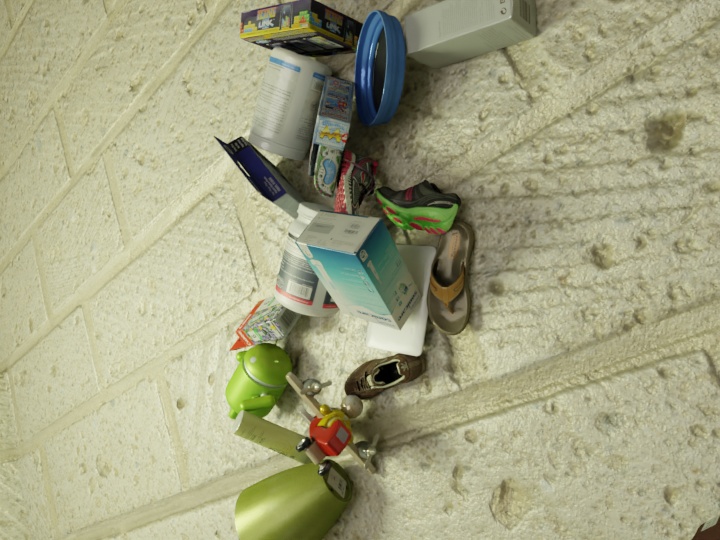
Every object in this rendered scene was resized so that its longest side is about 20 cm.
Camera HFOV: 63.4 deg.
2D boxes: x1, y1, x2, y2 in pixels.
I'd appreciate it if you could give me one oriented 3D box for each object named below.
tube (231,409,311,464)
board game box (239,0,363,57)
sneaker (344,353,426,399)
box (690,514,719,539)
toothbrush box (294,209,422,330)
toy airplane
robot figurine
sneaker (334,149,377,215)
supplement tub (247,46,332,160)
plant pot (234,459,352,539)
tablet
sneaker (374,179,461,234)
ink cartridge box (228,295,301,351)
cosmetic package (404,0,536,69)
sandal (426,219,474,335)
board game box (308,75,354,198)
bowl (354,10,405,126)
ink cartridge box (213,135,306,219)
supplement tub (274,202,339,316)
[{"bbox_3d":[-0.169,0.354,1.220,0.058,0.199,0.052,-21,43,62],"label":"tube"},{"bbox_3d":[-0.115,-0.480,1.169,0.199,0.165,0.057,11,97,38],"label":"board game box"},{"bbox_3d":[0.028,0.200,1.109,0.199,0.075,0.071,-31,71,34],"label":"sneaker"},{"bbox_3d":[0.506,0.377,0.660,0.164,0.165,0.201,-46,64,30],"label":"box"},{"bbox_3d":[0.000,0.000,1.017,0.146,0.201,0.085,12,54,41],"label":"toothbrush box"},{"bbox_3d":[-0.052,0.296,1.135,0.141,0.200,0.199,-41,50,-4],"label":"toy airplane"},{"bbox_3d":[-0.224,0.245,1.289,0.201,0.115,0.176,-57,27,24],"label":"robot figurine"},{"bbox_3d":[-0.006,-0.151,1.082,0.081,0.074,0.201,108,169,-49],"label":"sneaker"},{"bbox_3d":[-0.148,-0.347,1.218,0.132,0.132,0.201,32,109,35],"label":"supplement tub"},{"bbox_3d":[-0.118,0.476,1.183,0.200,0.187,0.188,-39,66,16],"label":"plant pot"},{"bbox_3d":[0.074,0.051,1.089,0.129,0.014,0.202,4,81,39],"label":"tablet"},{"bbox_3d":[0.104,-0.121,1.061,0.199,0.077,0.084,24,66,46],"label":"sneaker"},{"bbox_3d":[-0.215,0.110,1.285,0.199,0.109,0.050,-19,117,37],"label":"ink cartridge box"},{"bbox_3d":[0.180,-0.406,0.970,0.199,0.101,0.075,-2,89,38],"label":"cosmetic package"},{"bbox_3d":[0.154,0.011,1.010,0.080,0.054,0.202,8,93,22],"label":"sandal"},{"bbox_3d":[-0.059,-0.249,1.096,0.061,0.200,0.201,11,112,-6],"label":"board game box"},{"bbox_3d":[0.034,-0.366,1.067,0.200,0.039,0.202,179,90,-74],"label":"bowl"},{"bbox_3d":[-0.191,-0.192,1.212,0.041,0.200,0.200,-43,63,7],"label":"ink cartridge box"},{"bbox_3d":[-0.085,-0.022,1.160,0.140,0.140,0.201,25,105,36],"label":"supplement tub"}]
